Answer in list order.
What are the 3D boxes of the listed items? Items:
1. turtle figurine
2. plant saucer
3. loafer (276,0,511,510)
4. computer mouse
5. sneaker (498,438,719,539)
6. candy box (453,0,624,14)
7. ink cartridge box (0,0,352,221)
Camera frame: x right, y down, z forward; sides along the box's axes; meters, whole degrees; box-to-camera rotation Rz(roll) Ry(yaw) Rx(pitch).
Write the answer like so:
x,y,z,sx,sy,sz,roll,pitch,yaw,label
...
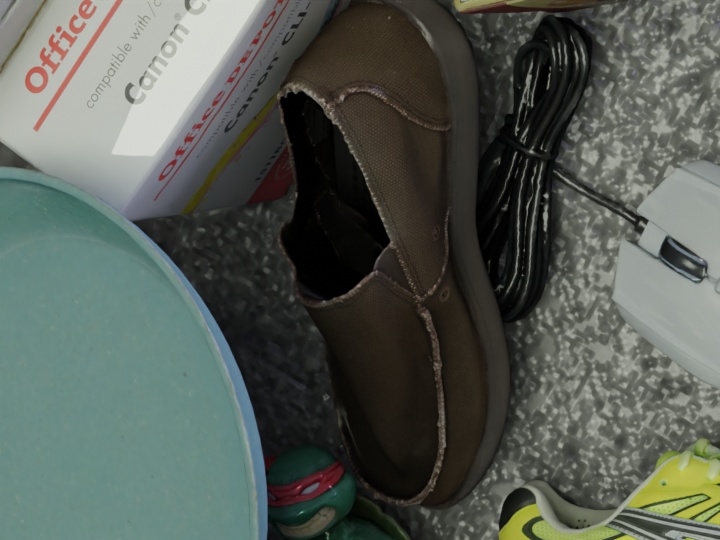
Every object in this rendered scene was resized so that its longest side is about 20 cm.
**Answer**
x,y,z,sx,sy,sz,roll,pitch,yaw,label
-0.009,0.138,1.054,0.150,0.101,0.200,-5,110,47,turtle figurine
-0.097,0.064,0.958,0.200,0.036,0.200,8,103,39,plant saucer
0.000,0.000,1.025,0.073,0.071,0.200,21,129,43,loafer
0.126,0.000,1.025,0.200,0.044,0.110,27,102,16,computer mouse
0.135,0.095,1.014,0.200,0.075,0.076,-13,91,19,sneaker
0.055,-0.188,0.995,0.055,0.115,0.200,-11,91,21,candy box
-0.055,-0.081,0.999,0.067,0.200,0.117,38,106,13,ink cartridge box
